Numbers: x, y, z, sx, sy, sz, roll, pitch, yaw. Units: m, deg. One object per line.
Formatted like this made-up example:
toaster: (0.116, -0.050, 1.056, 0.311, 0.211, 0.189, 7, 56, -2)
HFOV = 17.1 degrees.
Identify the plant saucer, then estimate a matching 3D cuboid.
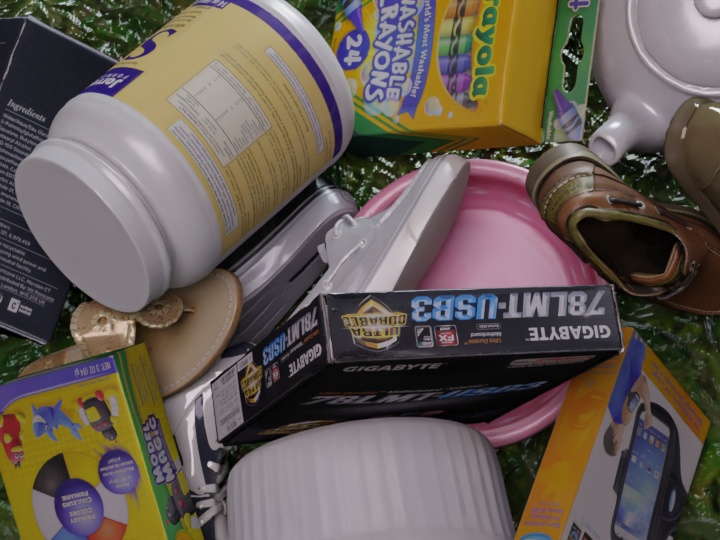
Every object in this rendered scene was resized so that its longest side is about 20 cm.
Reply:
plant saucer: (0.076, 0.026, 1.644, 0.199, 0.051, 0.202, -2, 78, 9)

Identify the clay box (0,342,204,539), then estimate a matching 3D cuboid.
clay box: (-0.169, 0.159, 1.578, 0.114, 0.048, 0.202, -16, 92, 27)

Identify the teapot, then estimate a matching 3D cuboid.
teapot: (0.243, -0.171, 1.603, 0.196, 0.146, 0.202, -8, 80, 9)

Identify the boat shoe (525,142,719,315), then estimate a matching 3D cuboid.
boat shoe: (0.188, -0.008, 1.565, 0.072, 0.199, 0.068, -51, 37, 20)

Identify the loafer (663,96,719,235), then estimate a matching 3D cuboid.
loafer: (0.272, -0.037, 1.559, 0.067, 0.200, 0.076, 15, 72, 52)

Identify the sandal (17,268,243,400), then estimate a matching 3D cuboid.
sandal: (-0.177, 0.054, 1.615, 0.211, 0.069, 0.078, -28, 59, 33)

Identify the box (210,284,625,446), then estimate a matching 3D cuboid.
box: (0.031, 0.058, 1.479, 0.198, 0.198, 0.050, -2, 75, -25)

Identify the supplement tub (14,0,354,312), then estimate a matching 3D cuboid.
supplement tub: (-0.116, -0.081, 1.584, 0.145, 0.146, 0.200, 39, 59, 15)

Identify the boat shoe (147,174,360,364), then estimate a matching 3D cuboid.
boat shoe: (-0.089, 0.007, 1.675, 0.200, 0.072, 0.071, -42, 58, -5)

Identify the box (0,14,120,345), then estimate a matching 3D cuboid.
box: (-0.259, -0.065, 1.659, 0.148, 0.107, 0.201, 8, 76, 53)

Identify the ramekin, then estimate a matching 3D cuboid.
ramekin: (0.005, 0.167, 1.553, 0.199, 0.201, 0.099, -11, 69, 7)

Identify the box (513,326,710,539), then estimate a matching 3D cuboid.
box: (0.159, 0.151, 1.539, 0.041, 0.119, 0.201, -3, 55, 38)

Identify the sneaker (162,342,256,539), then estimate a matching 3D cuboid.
sneaker: (-0.101, 0.158, 1.631, 0.129, 0.080, 0.199, 41, 87, 14)

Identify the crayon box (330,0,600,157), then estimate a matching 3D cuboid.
crayon box: (0.066, -0.149, 1.635, 0.199, 0.051, 0.127, -2, 75, 41)

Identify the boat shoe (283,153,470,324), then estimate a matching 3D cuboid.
boat shoe: (0.000, 0.000, 1.607, 0.068, 0.072, 0.201, 32, 94, 14)
